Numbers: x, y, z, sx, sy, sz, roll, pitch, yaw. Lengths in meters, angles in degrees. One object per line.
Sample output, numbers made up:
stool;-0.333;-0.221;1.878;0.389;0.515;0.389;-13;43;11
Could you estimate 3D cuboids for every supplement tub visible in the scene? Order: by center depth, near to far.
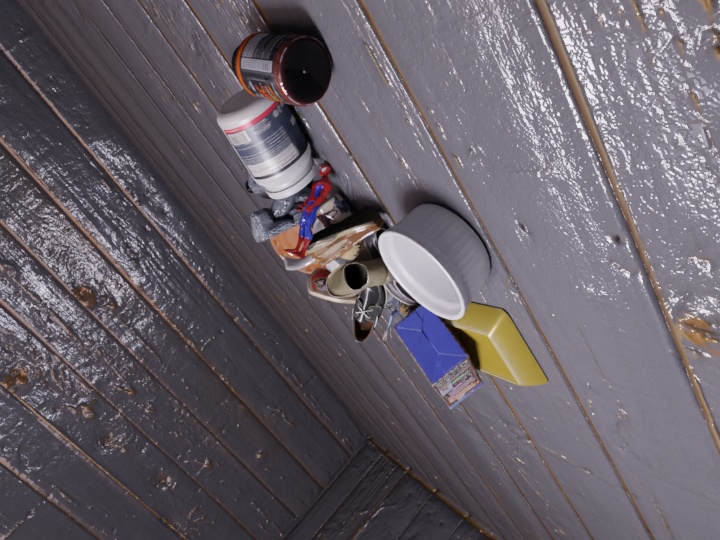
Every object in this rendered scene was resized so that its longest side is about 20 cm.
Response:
supplement tub;-0.141;-0.338;0.920;0.199;0.107;0.108;28;156;47
supplement tub;-0.186;-0.264;1.127;0.139;0.140;0.202;25;153;49

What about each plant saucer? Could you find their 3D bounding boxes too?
plant saucer;0.261;0.154;1.136;0.201;0.048;0.199;54;162;-22
plant saucer;-0.165;-0.076;1.558;0.197;0.038;0.203;19;139;17

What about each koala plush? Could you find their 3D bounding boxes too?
koala plush;-0.198;-0.199;1.311;0.177;0.181;0.203;-115;1;-81

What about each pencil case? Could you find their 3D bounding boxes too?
pencil case;-0.026;-0.081;1.239;0.089;0.078;0.201;-35;102;32

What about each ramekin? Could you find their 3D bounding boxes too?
ramekin;0.133;-0.020;0.974;0.200;0.098;0.201;41;162;16

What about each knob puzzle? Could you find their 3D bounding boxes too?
knob puzzle;-0.051;0.029;1.420;0.218;0.217;0.031;32;122;39

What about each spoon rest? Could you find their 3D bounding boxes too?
spoon rest;-0.107;-0.070;1.342;0.060;0.199;0.101;18;-138;-42

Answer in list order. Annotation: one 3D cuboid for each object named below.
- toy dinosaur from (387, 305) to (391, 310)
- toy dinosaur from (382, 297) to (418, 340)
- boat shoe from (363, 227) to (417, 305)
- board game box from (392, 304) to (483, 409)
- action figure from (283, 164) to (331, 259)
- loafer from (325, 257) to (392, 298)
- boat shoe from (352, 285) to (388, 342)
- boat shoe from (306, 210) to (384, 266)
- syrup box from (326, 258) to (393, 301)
toy dinosaur;0.044;0.086;1.431;0.086;0.049;0.200;6;-168;-3
toy dinosaur;0.126;0.090;1.320;0.103;0.204;0.181;18;-173;14
boat shoe;0.075;-0.010;1.180;0.202;0.072;0.063;56;161;-9
board game box;0.173;0.189;1.214;0.160;0.096;0.200;55;-179;33
action figure;-0.106;-0.128;1.164;0.051;0.204;0.065;24;177;-25
loafer;-0.016;0.012;1.181;0.198;0.067;0.077;-21;76;47
boat shoe;0.018;0.088;1.266;0.071;0.068;0.202;21;138;9
boat shoe;-0.029;-0.064;1.164;0.197;0.076;0.075;-19;114;37
syrup box;0.000;0.000;1.359;0.199;0.081;0.079;38;158;29
